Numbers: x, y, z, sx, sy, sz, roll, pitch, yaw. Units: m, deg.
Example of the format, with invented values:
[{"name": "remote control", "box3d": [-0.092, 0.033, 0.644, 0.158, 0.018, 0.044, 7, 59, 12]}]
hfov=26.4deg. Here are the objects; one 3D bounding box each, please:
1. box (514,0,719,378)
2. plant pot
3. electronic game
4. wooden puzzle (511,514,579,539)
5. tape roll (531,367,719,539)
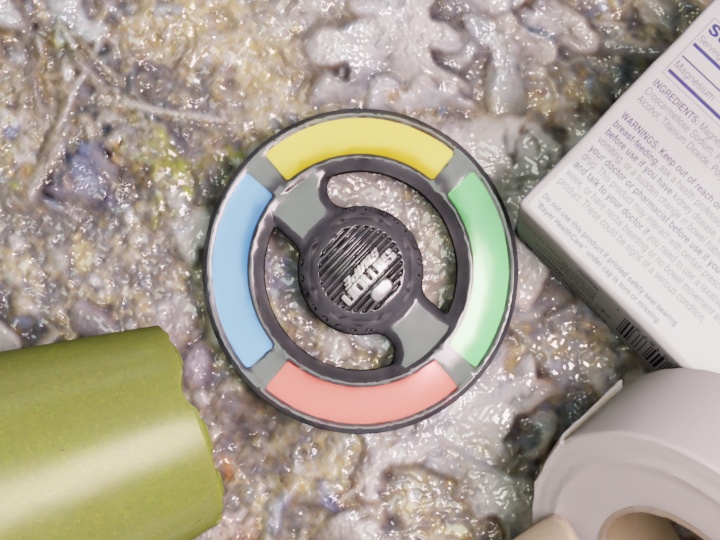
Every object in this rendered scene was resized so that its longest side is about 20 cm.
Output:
[{"name": "box", "box3d": [0.223, -0.039, 0.921, 0.200, 0.105, 0.184, -45, 81, -3]}, {"name": "plant pot", "box3d": [-0.184, 0.118, 0.888, 0.188, 0.200, 0.203, -19, 87, -15]}, {"name": "electronic game", "box3d": [0.000, 0.000, 0.956, 0.197, 0.042, 0.203, 0, 86, -1]}, {"name": "wooden puzzle", "box3d": [0.107, 0.271, 0.904, 0.185, 0.037, 0.201, -39, 85, 27]}, {"name": "tape roll", "box3d": [0.194, 0.158, 0.869, 0.071, 0.202, 0.203, -35, 87, -35]}]
